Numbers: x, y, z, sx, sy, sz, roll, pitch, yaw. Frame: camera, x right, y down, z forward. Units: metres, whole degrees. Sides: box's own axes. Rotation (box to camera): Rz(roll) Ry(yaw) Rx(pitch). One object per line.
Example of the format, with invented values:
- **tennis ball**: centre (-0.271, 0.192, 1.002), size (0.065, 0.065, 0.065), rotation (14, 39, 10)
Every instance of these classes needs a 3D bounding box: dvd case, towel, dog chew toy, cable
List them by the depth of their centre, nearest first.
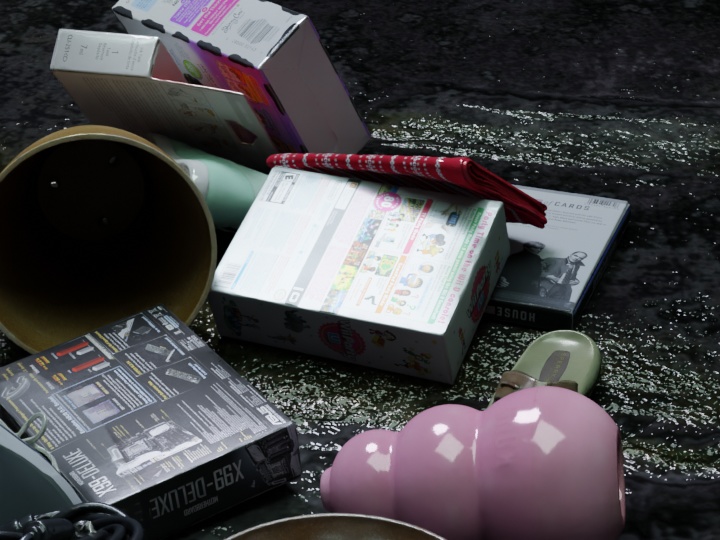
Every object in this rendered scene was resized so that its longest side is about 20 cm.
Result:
- **cable**: centre (-0.233, 0.170, 1.245), size (0.200, 0.051, 0.163), rotation (-13, -1, 34)
- **dog chew toy**: centre (0.073, 0.141, 1.344), size (0.200, 0.125, 0.125), rotation (-3, 28, 11)
- **towel**: centre (0.040, -0.067, 1.678), size (0.200, 0.023, 0.145), rotation (4, -14, 35)
- **dvd case**: centre (0.132, -0.017, 1.714), size (0.150, 0.025, 0.200), rotation (10, 30, 18)

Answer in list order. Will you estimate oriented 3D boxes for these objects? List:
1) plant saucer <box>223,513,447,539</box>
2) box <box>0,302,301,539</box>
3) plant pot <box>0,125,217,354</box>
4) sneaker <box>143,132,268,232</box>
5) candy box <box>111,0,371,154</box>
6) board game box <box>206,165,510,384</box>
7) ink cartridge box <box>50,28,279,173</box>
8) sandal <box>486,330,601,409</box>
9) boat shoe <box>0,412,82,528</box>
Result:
- **plant saucer**: centre (-0.017, 0.215, 1.200), size (0.200, 0.035, 0.200), rotation (-2, 29, 1)
- **box**: centre (-0.160, 0.110, 1.452), size (0.158, 0.050, 0.200), rotation (-23, 37, -26)
- **plant pot**: centre (-0.216, -0.040, 1.630), size (0.186, 0.187, 0.200), rotation (-5, 17, -8)
- **sneaker**: centre (-0.130, -0.065, 1.775), size (0.118, 0.074, 0.200), rotation (15, 6, -26)
- **candy box**: centre (-0.108, -0.180, 1.849), size (0.200, 0.168, 0.072), rotation (26, 67, 37)
- **board game box**: centre (0.000, 0.000, 1.607), size (0.200, 0.064, 0.148), rotation (10, 50, 21)
- **ink cartridge box**: centre (-0.160, -0.146, 1.796), size (0.176, 0.200, 0.045), rotation (7, 74, 12)
- **sandal**: centre (0.128, 0.092, 1.484), size (0.080, 0.057, 0.201), rotation (7, 33, 13)
- **boat shoe**: centre (-0.251, 0.119, 1.353), size (0.202, 0.075, 0.086), rotation (40, 19, -8)
